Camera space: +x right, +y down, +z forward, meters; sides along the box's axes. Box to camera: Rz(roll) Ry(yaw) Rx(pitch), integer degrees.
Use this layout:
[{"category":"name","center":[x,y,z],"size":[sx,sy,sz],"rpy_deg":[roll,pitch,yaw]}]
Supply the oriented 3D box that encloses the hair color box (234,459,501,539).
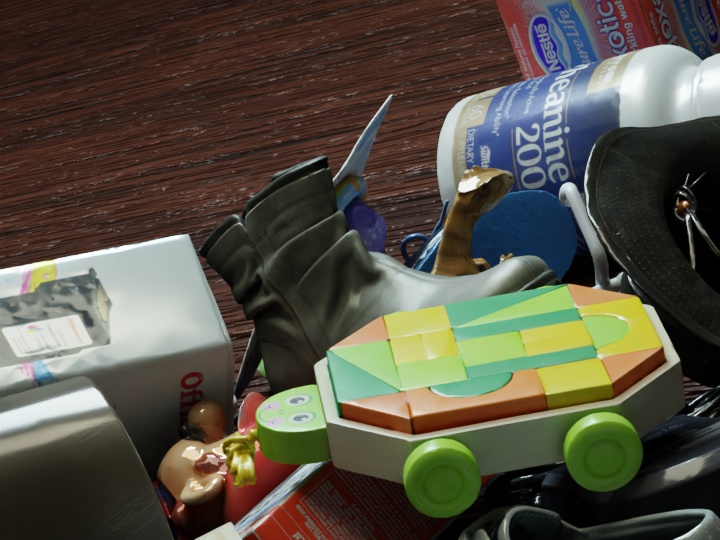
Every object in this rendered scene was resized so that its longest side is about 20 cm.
[{"category":"hair color box","center":[-0.009,0.116,1.362],"size":[0.111,0.064,0.200],"rpy_deg":[-40,-1,40]}]

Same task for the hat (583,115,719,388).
[{"category":"hat","center":[0.190,0.010,1.464],"size":[0.200,0.200,0.081],"rpy_deg":[-39,-21,-50]}]

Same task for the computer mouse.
[{"category":"computer mouse","center":[0.138,0.099,1.317],"size":[0.138,0.053,0.200],"rpy_deg":[-21,3,-6]}]

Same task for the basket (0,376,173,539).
[{"category":"basket","center":[-0.193,0.141,1.369],"size":[0.199,0.181,0.136],"rpy_deg":[-24,11,-15]}]

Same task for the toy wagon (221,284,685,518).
[{"category":"toy wagon","center":[0.037,0.055,1.288],"size":[0.199,0.040,0.155],"rpy_deg":[-9,22,-3]}]

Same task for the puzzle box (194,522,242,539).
[{"category":"puzzle box","center":[-0.015,0.178,1.076],"size":[0.025,0.134,0.200],"rpy_deg":[-27,14,-5]}]

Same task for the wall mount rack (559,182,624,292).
[{"category":"wall mount rack","center":[0.175,-0.013,1.626],"size":[0.199,0.075,0.174],"rpy_deg":[-22,-24,-5]}]

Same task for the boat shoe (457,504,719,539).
[{"category":"boat shoe","center":[0.077,0.129,1.240],"size":[0.200,0.072,0.070],"rpy_deg":[-9,19,39]}]

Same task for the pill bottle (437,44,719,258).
[{"category":"pill bottle","center":[0.154,-0.070,1.757],"size":[0.199,0.112,0.111],"rpy_deg":[-13,17,34]}]

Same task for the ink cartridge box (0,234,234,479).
[{"category":"ink cartridge box","center":[-0.172,0.073,1.546],"size":[0.199,0.146,0.083],"rpy_deg":[-11,51,-14]}]

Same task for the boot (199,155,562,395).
[{"category":"boot","center":[0.000,0.000,1.486],"size":[0.200,0.131,0.068],"rpy_deg":[-29,-3,43]}]

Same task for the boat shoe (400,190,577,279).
[{"category":"boat shoe","center":[0.037,0.015,1.685],"size":[0.199,0.085,0.069],"rpy_deg":[-31,6,-31]}]

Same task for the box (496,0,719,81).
[{"category":"box","center":[0.160,-0.145,1.847],"size":[0.102,0.201,0.095],"rpy_deg":[-12,18,36]}]

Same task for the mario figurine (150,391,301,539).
[{"category":"mario figurine","center":[-0.110,0.110,1.510],"size":[0.199,0.107,0.124],"rpy_deg":[-20,13,11]}]

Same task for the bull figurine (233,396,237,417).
[{"category":"bull figurine","center":[-0.166,0.085,1.675],"size":[0.199,0.122,0.065],"rpy_deg":[-34,-16,-20]}]

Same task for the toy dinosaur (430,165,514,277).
[{"category":"toy dinosaur","center":[0.043,0.044,1.578],"size":[0.060,0.201,0.106],"rpy_deg":[1,-21,28]}]

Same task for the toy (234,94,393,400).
[{"category":"toy","center":[-0.017,0.003,1.699],"size":[0.115,0.047,0.200],"rpy_deg":[-56,-4,-36]}]
